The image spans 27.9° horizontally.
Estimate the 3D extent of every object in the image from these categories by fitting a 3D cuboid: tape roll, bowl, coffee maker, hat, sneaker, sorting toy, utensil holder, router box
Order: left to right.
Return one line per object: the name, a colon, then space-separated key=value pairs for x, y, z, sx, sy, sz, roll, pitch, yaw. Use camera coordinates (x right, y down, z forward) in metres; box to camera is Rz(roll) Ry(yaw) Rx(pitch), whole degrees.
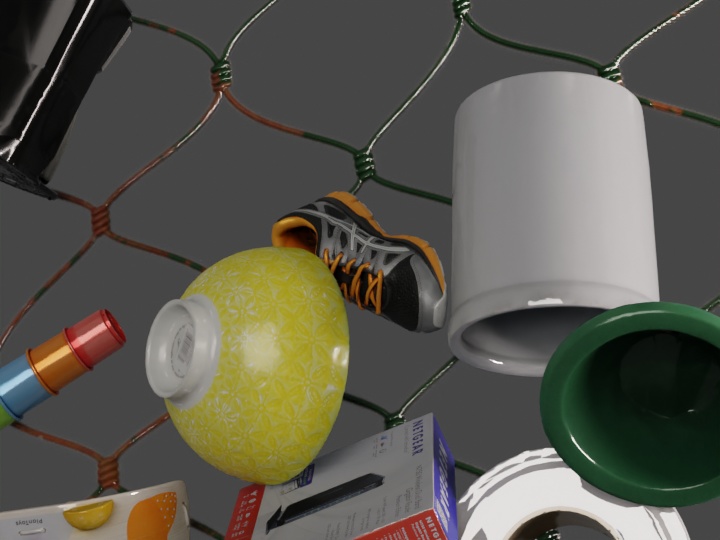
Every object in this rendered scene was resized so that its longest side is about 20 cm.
coffee maker: x=-0.304 y=-0.188 z=1.341 sx=0.134 sy=0.192 sz=0.201 roll=24 pitch=80 yaw=-6
sorting toy: x=-0.238 y=0.277 z=1.180 sx=0.199 sy=0.107 sz=0.181 roll=-10 pitch=87 yaw=13
bowl: x=-0.109 y=0.070 z=1.181 sx=0.200 sy=0.107 sz=0.201 roll=-20 pitch=65 yaw=49
router box: x=-0.016 y=0.195 z=1.117 sx=0.179 sy=0.200 sz=0.049 roll=-23 pitch=102 yaw=7
sneaker: x=0.000 y=0.000 z=1.216 sx=0.077 sy=0.079 sz=0.200 roll=-14 pitch=31 yaw=-33
utensil holder: x=0.155 y=-0.034 z=1.164 sx=0.169 sy=0.170 sz=0.201 roll=-4 pitch=66 yaw=15
tape roll: x=0.159 y=0.239 z=1.114 sx=0.202 sy=0.071 sz=0.203 roll=-6 pitch=69 yaw=15
hat: x=0.238 y=0.069 z=1.113 sx=0.200 sy=0.176 sz=0.166 roll=31 pitch=117 yaw=-6

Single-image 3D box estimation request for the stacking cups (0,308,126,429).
stacking cups: x=-0.306 y=0.101 z=1.313 sx=0.200 sy=0.061 sz=0.061 roll=-33 pitch=65 yaw=-2
